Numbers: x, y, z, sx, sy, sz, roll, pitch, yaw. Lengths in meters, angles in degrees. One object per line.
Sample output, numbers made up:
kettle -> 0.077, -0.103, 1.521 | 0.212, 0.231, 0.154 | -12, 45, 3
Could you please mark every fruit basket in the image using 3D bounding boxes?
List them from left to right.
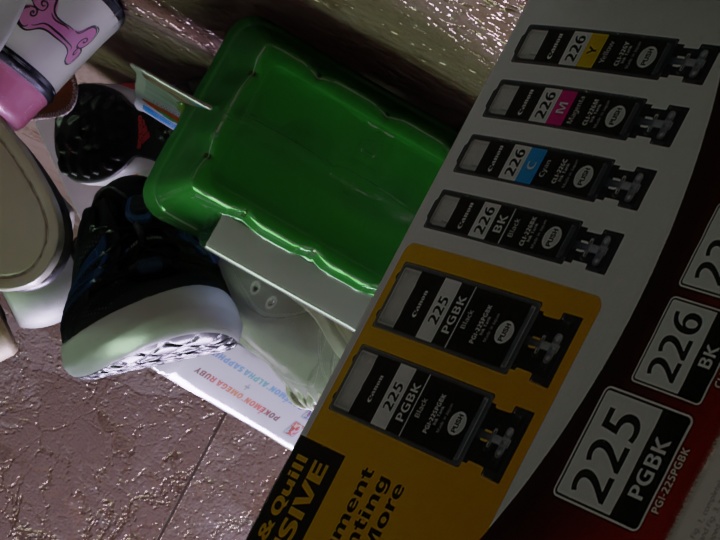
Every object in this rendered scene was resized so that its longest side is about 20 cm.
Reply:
fruit basket -> -0.016, -0.025, 0.774 | 0.184, 0.094, 0.200 | 29, 171, -7

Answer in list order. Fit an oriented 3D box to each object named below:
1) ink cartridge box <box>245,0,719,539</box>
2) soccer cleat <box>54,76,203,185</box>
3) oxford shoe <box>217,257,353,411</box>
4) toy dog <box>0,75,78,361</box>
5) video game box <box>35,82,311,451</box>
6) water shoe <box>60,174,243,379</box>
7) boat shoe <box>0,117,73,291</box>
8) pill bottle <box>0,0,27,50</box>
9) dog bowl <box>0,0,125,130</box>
ink cartridge box -> 0.051, 0.033, 0.465 | 0.084, 0.201, 0.175 | 33, 171, -34
soccer cleat -> -0.077, -0.064, 0.957 | 0.073, 0.069, 0.199 | -3, -171, -41
oxford shoe -> -0.004, 0.040, 0.811 | 0.075, 0.058, 0.200 | 14, -166, -41
toy dog -> -0.187, -0.047, 0.948 | 0.200, 0.132, 0.097 | 41, 159, 20
video game box -> -0.088, 0.006, 1.091 | 0.182, 0.047, 0.201 | 41, -165, -52
water shoe -> -0.098, 0.000, 0.793 | 0.071, 0.080, 0.200 | -11, -179, -13
boat shoe -> -0.189, -0.046, 0.862 | 0.199, 0.073, 0.063 | 30, -177, 33
pill bottle -> -0.222, -0.143, 0.686 | 0.199, 0.110, 0.109 | 27, 174, 10
dog bowl -> -0.211, -0.135, 0.868 | 0.199, 0.074, 0.200 | 29, 174, 4
